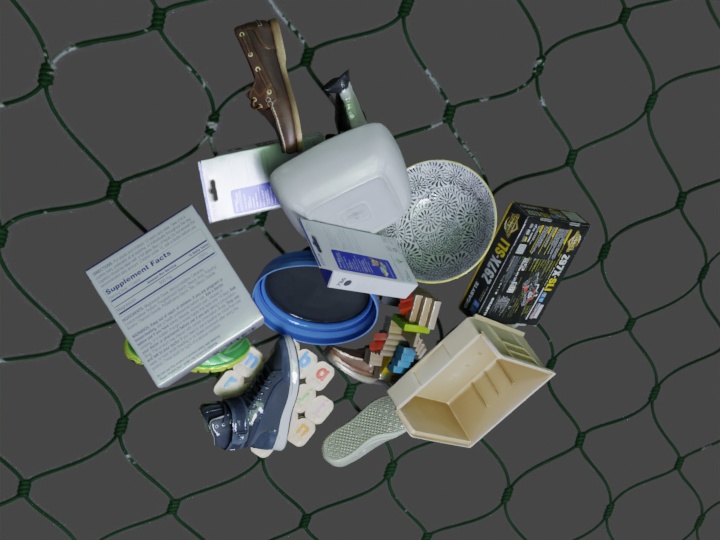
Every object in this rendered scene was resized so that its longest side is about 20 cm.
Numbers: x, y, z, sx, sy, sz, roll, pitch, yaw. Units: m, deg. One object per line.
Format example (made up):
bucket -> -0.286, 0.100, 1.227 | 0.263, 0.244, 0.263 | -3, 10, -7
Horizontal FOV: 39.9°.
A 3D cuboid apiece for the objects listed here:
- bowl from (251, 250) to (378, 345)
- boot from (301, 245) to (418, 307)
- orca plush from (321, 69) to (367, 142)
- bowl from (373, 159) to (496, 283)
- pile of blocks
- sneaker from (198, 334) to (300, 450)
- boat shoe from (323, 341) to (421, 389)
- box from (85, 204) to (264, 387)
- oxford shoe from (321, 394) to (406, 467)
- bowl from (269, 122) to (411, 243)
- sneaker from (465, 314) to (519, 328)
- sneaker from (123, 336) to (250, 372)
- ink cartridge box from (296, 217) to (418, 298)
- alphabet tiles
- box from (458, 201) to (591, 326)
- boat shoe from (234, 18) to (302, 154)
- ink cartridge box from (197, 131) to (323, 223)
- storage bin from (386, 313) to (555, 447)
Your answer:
bowl -> -0.070, 0.042, 1.549 | 0.198, 0.040, 0.202 | 4, 140, 4
boot -> 0.000, 0.000, 1.611 | 0.198, 0.097, 0.075 | 20, 108, 0
orca plush -> -0.028, -0.204, 1.527 | 0.070, 0.106, 0.201 | -5, 139, 21
bowl -> 0.126, -0.068, 1.597 | 0.199, 0.094, 0.203 | -3, 76, 13
pile of blocks -> 0.055, 0.109, 1.554 | 0.062, 0.082, 0.201 | 8, 129, -26
sneaker -> -0.178, 0.197, 1.581 | 0.145, 0.077, 0.204 | 4, 108, -23
boat shoe -> 0.025, 0.152, 1.665 | 0.199, 0.076, 0.072 | 22, 95, -34
box -> -0.269, 0.040, 1.457 | 0.183, 0.105, 0.201 | -33, 87, -8
oxford shoe -> 0.019, 0.275, 1.710 | 0.199, 0.075, 0.058 | -28, 156, -18
bowl -> -0.017, -0.110, 1.485 | 0.199, 0.075, 0.200 | -26, 148, 3
sneaker -> 0.269, 0.047, 1.729 | 0.199, 0.075, 0.100 | -29, 134, -10
sneaker -> -0.264, 0.109, 1.539 | 0.198, 0.074, 0.084 | 4, 110, -21
ink cartridge box -> -0.011, -0.016, 1.462 | 0.199, 0.100, 0.039 | 12, 132, -41
alphabet tiles -> -0.143, 0.210, 1.648 | 0.200, 0.015, 0.196 | 37, 94, -26
box -> 0.263, -0.006, 1.594 | 0.159, 0.049, 0.201 | 3, 120, -41
boat shoe -> -0.136, -0.266, 1.457 | 0.070, 0.070, 0.202 | -14, 90, -14
ink cartridge box -> -0.147, -0.143, 1.513 | 0.198, 0.039, 0.100 | -13, 111, -17
storage bin -> 0.176, 0.180, 1.601 | 0.200, 0.094, 0.198 | -44, 145, 19
